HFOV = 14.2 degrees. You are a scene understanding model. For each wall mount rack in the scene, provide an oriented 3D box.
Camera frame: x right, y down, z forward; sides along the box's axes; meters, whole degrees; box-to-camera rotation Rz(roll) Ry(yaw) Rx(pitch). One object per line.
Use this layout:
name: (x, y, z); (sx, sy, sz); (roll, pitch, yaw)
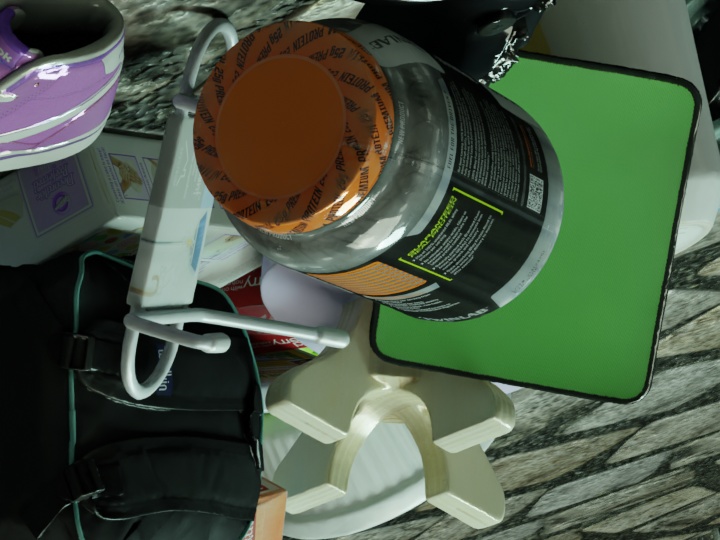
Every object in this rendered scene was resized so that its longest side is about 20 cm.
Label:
wall mount rack: (-0.056, -0.024, 1.500); (0.074, 0.201, 0.174); (15, -174, 19)

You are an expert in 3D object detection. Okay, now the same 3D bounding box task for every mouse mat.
mouse mat: (0.092, -0.025, 1.568); (0.160, 0.201, 0.008); (10, -154, 5)

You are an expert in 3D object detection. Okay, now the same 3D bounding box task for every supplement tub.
supplement tub: (0.009, -0.049, 1.392); (0.122, 0.123, 0.200); (-25, 160, 20)

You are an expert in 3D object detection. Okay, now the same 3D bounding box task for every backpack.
backpack: (-0.144, 0.083, 1.590); (0.153, 0.177, 0.200); (-10, 171, 34)

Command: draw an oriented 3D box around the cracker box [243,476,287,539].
cracker box: (-0.135, 0.162, 1.752); (0.058, 0.134, 0.200); (-12, -153, -43)

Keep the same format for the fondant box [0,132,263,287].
fondant box: (-0.143, -0.019, 1.672); (0.144, 0.058, 0.200); (-28, 165, 27)

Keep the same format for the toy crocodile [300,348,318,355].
toy crocodile: (-0.059, 0.062, 1.963); (0.199, 0.068, 0.062); (-8, -146, 37)

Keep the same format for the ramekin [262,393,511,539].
ramekin: (-0.001, 0.091, 2.047); (0.202, 0.094, 0.203); (-25, -157, 11)

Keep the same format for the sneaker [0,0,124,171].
sneaker: (-0.202, -0.082, 1.352); (0.200, 0.073, 0.114); (-25, 165, -25)

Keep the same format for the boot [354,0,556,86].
boot: (0.034, -0.140, 1.420); (0.200, 0.077, 0.168); (-19, 163, -32)

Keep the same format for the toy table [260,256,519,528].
toy table: (0.023, 0.066, 1.700); (0.200, 0.118, 0.184); (22, 145, -27)

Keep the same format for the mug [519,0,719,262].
mug: (0.118, -0.073, 1.633); (0.186, 0.154, 0.149); (-26, 165, 23)

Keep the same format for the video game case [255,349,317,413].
video game case: (-0.124, 0.059, 1.827); (0.200, 0.022, 0.182); (-1, -166, -42)

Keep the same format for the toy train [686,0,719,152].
toy train: (0.203, -0.094, 1.738); (0.200, 0.085, 0.114); (-52, 156, 22)

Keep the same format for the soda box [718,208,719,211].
soda box: (0.195, -0.066, 1.940); (0.199, 0.064, 0.068); (-16, 165, -17)

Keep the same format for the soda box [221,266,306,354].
soda box: (0.000, 0.000, 1.774); (0.199, 0.070, 0.063); (-8, 150, 23)
